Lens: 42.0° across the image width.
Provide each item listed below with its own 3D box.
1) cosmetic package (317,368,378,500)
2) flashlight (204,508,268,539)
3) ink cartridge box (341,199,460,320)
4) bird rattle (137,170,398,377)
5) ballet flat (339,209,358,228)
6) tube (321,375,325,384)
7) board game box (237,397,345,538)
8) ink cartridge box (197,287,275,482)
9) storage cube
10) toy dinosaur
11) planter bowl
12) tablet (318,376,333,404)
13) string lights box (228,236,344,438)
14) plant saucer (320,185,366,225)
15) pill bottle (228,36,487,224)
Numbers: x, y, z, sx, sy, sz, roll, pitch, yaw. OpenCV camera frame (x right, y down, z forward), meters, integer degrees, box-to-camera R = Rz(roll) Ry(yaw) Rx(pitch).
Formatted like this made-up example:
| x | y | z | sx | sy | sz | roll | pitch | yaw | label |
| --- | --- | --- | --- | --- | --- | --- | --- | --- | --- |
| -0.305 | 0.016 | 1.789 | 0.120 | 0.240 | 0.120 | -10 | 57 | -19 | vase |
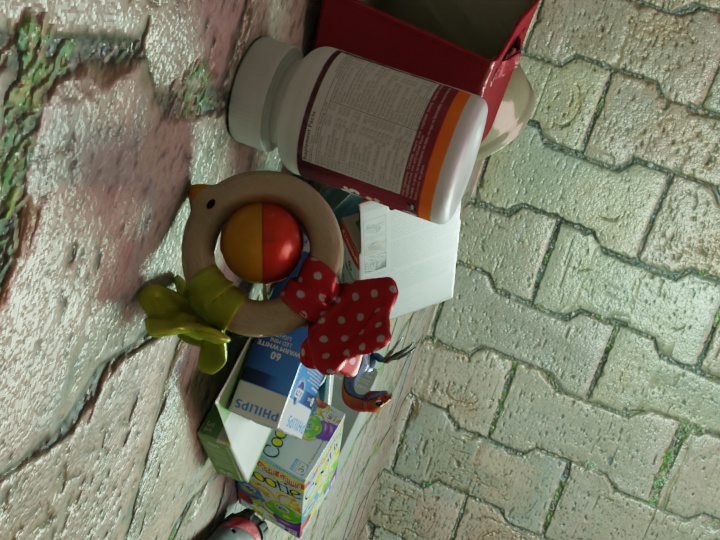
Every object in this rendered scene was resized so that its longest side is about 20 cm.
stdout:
| x | y | z | sx | sy | sz | roll | pitch | yaw | label |
| --- | --- | --- | --- | --- | --- | --- | --- | --- | --- |
| -0.056 | 0.231 | 1.420 | 0.091 | 0.105 | 0.201 | 100 | 12 | -45 | cosmetic package |
| -0.171 | 0.354 | 1.146 | 0.200 | 0.067 | 0.069 | -25 | 129 | -78 | flashlight |
| 0.038 | -0.030 | 0.912 | 0.201 | 0.107 | 0.051 | 88 | -21 | -53 | ink cartridge box |
| -0.070 | 0.003 | 0.728 | 0.113 | 0.197 | 0.166 | 35 | 51 | -80 | bird rattle |
| 0.002 | -0.048 | 1.132 | 0.199 | 0.067 | 0.047 | -36 | 150 | -43 | ballet flat |
| -0.079 | 0.144 | 1.289 | 0.078 | 0.050 | 0.200 | -63 | -178 | -11 | tube |
| -0.092 | 0.247 | 1.217 | 0.105 | 0.102 | 0.201 | -56 | 165 | -32 | board game box |
| -0.126 | 0.123 | 1.017 | 0.201 | 0.047 | 0.147 | 82 | 28 | -55 | ink cartridge box |
| 0.055 | -0.207 | 0.952 | 0.172 | 0.198 | 0.181 | -55 | 167 | -45 | storage cube |
| 0.006 | 0.111 | 1.231 | 0.200 | 0.104 | 0.184 | 129 | -19 | -59 | toy dinosaur |
| 0.137 | -0.272 | 1.348 | 0.135 | 0.198 | 0.202 | 58 | 47 | -42 | planter bowl |
| -0.043 | 0.083 | 1.259 | 0.131 | 0.013 | 0.203 | -107 | -159 | -64 | tablet |
| -0.064 | 0.066 | 0.980 | 0.103 | 0.058 | 0.203 | 59 | 49 | -71 | string lights box |
| -0.010 | -0.092 | 1.078 | 0.200 | 0.027 | 0.200 | -43 | 178 | -1 | plant saucer |
| -0.002 | -0.120 | 0.781 | 0.110 | 0.197 | 0.111 | 20 | 90 | -80 | pill bottle |
